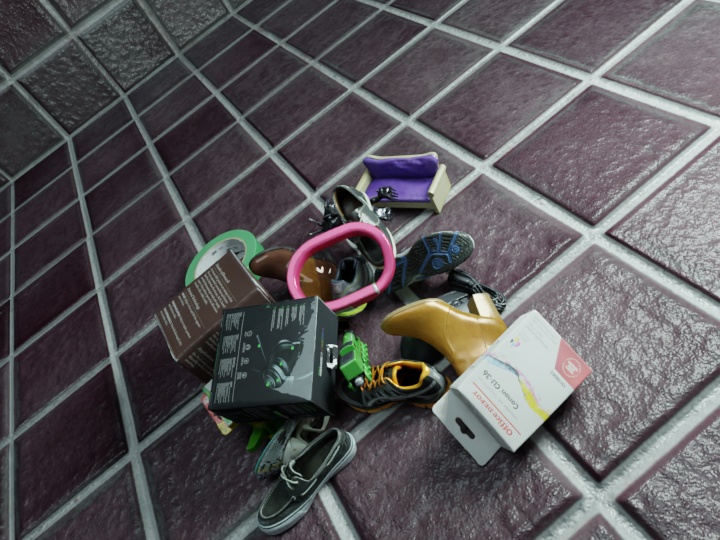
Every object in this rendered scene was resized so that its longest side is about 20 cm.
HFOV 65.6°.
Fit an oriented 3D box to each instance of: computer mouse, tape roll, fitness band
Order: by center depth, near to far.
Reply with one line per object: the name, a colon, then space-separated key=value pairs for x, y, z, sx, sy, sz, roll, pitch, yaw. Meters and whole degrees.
computer mouse: x=0.140 y=0.078 z=0.962 sx=0.200 sy=0.053 sz=0.138 roll=-44 pitch=44 yaw=-9
fitness band: x=-0.036 y=-0.003 z=0.987 sx=0.198 sy=0.037 sz=0.145 roll=-22 pitch=73 yaw=8
tape roll: x=-0.320 y=-0.006 z=1.326 sx=0.198 sy=0.048 sz=0.202 roll=-18 pitch=46 yaw=19

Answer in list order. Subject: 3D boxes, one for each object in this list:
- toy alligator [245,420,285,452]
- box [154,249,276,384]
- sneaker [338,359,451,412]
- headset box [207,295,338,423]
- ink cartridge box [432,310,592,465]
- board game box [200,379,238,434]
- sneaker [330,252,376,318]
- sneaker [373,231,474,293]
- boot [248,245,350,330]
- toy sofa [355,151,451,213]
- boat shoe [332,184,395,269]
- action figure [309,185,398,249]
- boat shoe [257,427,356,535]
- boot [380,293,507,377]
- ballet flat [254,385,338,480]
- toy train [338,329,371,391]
toy alligator: x=-0.140 y=0.231 z=0.997 sx=0.054 sy=0.060 sz=0.200 roll=27 pitch=70 yaw=43
box: x=-0.261 y=0.107 z=1.102 sx=0.200 sy=0.167 sz=0.164 roll=-41 pitch=42 yaw=-7
sneaker: x=0.047 y=0.180 z=0.914 sx=0.197 sy=0.077 sz=0.079 roll=-11 pitch=50 yaw=26
headset box: x=-0.133 y=0.148 z=0.920 sx=0.197 sy=0.093 sz=0.177 roll=-10 pitch=60 yaw=18
ink cartridge box: x=0.210 y=0.169 z=0.789 sx=0.200 sy=0.068 sz=0.117 roll=-43 pitch=82 yaw=-8
board game box: x=-0.195 y=0.189 z=1.000 sx=0.200 sy=0.030 sz=0.095 roll=-45 pitch=59 yaw=-5
sneaker: x=0.000 y=0.000 z=1.079 sx=0.073 sy=0.082 sz=0.201 roll=1 pitch=37 yaw=24
sneaker: x=0.118 y=-0.024 z=1.026 sx=0.198 sy=0.077 sz=0.077 roll=-21 pitch=3 yaw=29
boot: x=-0.126 y=0.046 z=1.109 sx=0.185 sy=0.069 sz=0.202 roll=5 pitch=44 yaw=-18
toy sofa: x=0.084 y=-0.186 z=1.195 sx=0.198 sy=0.098 sz=0.084 roll=6 pitch=56 yaw=34
boat shoe: x=0.002 y=-0.084 z=1.051 sx=0.072 sy=0.067 sz=0.201 roll=-40 pitch=54 yaw=17
action figure: x=-0.013 y=-0.106 z=1.181 sx=0.198 sy=0.102 sz=0.121 roll=-16 pitch=58 yaw=36
boat shoe: x=-0.095 y=0.322 z=0.881 sx=0.200 sy=0.071 sz=0.072 roll=-46 pitch=44 yaw=-10
boot: x=0.140 y=0.118 z=0.869 sx=0.198 sy=0.071 sz=0.146 roll=-10 pitch=60 yaw=-7
ballet flat: x=-0.099 y=0.268 z=0.937 sx=0.071 sy=0.072 sz=0.202 roll=14 pitch=63 yaw=39
toy train: x=-0.012 y=0.143 z=0.931 sx=0.041 sy=0.057 sz=0.200 roll=-32 pitch=8 yaw=3
